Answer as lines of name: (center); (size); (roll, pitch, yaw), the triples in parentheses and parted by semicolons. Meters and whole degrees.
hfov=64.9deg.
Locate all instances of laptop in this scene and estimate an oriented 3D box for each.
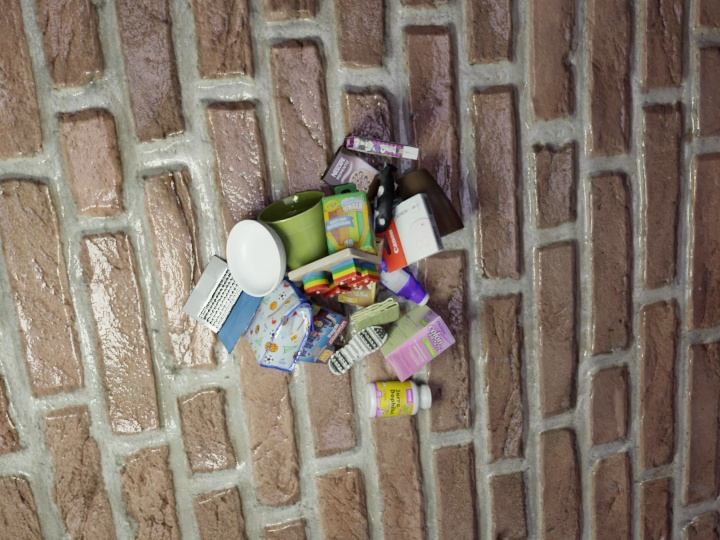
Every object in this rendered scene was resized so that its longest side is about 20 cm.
laptop: (-0.390, 0.092, 1.587); (0.198, 0.116, 0.190); (32, 93, -2)

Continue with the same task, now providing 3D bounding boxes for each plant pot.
plant pot: (-0.166, -0.094, 1.591); (0.196, 0.200, 0.194); (-20, 114, -6)
plant pot: (0.182, -0.184, 1.645); (0.183, 0.187, 0.204); (-22, 92, -6)

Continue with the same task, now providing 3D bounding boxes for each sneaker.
sneaker: (-0.009, 0.236, 1.683); (0.198, 0.081, 0.076); (-33, 77, -9)

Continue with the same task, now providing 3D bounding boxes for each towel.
towel: (0.047, 0.131, 1.657); (0.145, 0.200, 0.037); (-21, 72, 1)

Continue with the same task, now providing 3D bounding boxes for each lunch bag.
lunch bag: (-0.207, 0.138, 1.510); (0.122, 0.170, 0.204); (17, 104, -35)

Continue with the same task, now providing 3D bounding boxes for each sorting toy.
sorting toy: (-0.060, 0.018, 1.532); (0.195, 0.199, 0.071); (-21, 76, 23)

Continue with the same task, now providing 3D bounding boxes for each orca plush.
orca plush: (0.087, -0.199, 1.563); (0.069, 0.106, 0.204); (7, 64, 15)

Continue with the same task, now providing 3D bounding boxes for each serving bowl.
serving bowl: (-0.267, -0.037, 1.511); (0.065, 0.196, 0.206); (-18, 112, -53)

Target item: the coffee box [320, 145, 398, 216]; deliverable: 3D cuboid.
coffee box: (-0.006, -0.255, 1.634); (0.198, 0.080, 0.114); (32, 94, -14)

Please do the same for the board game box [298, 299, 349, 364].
board game box: (-0.132, 0.191, 1.652); (0.198, 0.062, 0.201); (28, 106, -39)

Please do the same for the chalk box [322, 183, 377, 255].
chalk box: (-0.030, -0.140, 1.541); (0.121, 0.124, 0.205); (-10, 81, 7)

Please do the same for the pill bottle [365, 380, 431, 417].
pill bottle: (0.117, 0.398, 1.761); (0.194, 0.104, 0.107); (-2, 100, -11)

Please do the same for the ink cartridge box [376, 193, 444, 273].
ink cartridge box: (0.122, -0.098, 1.574); (0.197, 0.057, 0.166); (-23, 80, 31)

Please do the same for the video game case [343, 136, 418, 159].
video game case: (0.051, -0.341, 1.569); (0.176, 0.200, 0.037); (7, 101, -12)

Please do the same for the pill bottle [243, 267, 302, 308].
pill bottle: (-0.264, 0.084, 1.628); (0.111, 0.112, 0.202); (34, 92, -14)

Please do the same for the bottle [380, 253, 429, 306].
bottle: (0.122, 0.033, 1.716); (0.198, 0.065, 0.084); (36, 103, -14)

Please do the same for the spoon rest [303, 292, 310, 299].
spoon rest: (-0.160, 0.097, 1.672); (0.198, 0.100, 0.061); (-32, 72, -15)

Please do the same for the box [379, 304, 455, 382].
box: (0.157, 0.210, 1.698); (0.198, 0.176, 0.098); (-37, 105, -3)

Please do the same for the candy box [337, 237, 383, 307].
candy box: (0.000, 0.000, 1.653); (0.113, 0.055, 0.205); (11, 111, 16)
